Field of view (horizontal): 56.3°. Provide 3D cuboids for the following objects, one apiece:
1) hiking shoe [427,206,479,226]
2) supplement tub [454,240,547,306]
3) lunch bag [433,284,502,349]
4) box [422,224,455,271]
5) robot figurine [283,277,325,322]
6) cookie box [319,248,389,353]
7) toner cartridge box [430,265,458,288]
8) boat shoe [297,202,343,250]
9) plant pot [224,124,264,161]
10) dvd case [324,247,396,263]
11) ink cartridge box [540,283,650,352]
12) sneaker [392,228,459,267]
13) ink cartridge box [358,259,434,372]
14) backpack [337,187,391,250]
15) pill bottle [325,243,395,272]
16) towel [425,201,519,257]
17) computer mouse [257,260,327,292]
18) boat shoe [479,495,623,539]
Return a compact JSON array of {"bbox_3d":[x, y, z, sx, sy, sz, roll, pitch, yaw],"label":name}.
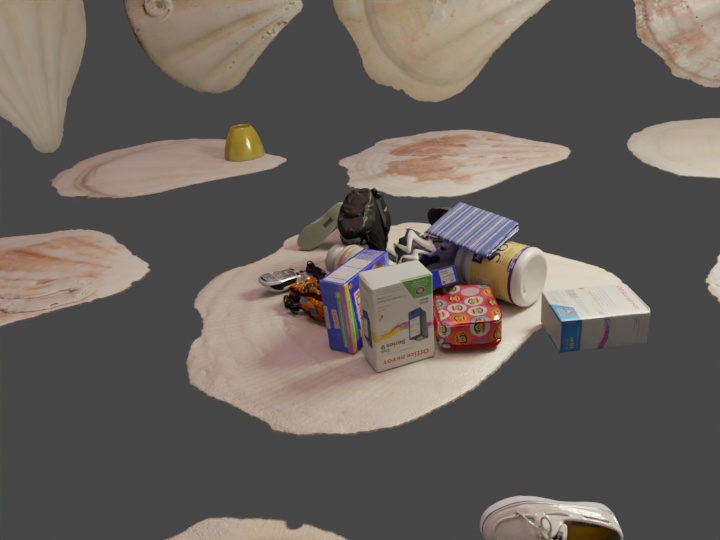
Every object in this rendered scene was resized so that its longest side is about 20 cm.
[{"bbox_3d":[0.280,-0.132,1.825,0.196,0.077,0.100,17,21,21],"label":"hiking shoe"},{"bbox_3d":[0.349,-0.004,1.682,0.144,0.149,0.198,-25,31,-38],"label":"supplement tub"},{"bbox_3d":[0.229,0.103,1.547,0.172,0.084,0.201,-4,24,3],"label":"lunch bag"},{"bbox_3d":[0.258,-0.065,1.884,0.149,0.109,0.200,7,26,24],"label":"box"},{"bbox_3d":[-0.109,0.070,1.717,0.143,0.059,0.198,-22,29,-35],"label":"robot figurine"},{"bbox_3d":[-0.003,0.067,1.567,0.074,0.175,0.199,7,27,32],"label":"cookie box"},{"bbox_3d":[0.191,0.021,1.669,0.093,0.044,0.200,-14,-3,7],"label":"toner cartridge box"},{"bbox_3d":[-0.110,-0.134,2.100,0.200,0.071,0.071,-39,-7,12],"label":"boat shoe"},{"bbox_3d":[-0.568,-0.624,3.251,0.195,0.145,0.201,-4,23,2],"label":"plant pot"},{"bbox_3d":[0.015,-0.019,1.936,0.196,0.025,0.150,-16,27,-22],"label":"dvd case"},{"bbox_3d":[0.514,0.103,1.488,0.195,0.086,0.145,-6,24,0],"label":"ink cartridge box"},{"bbox_3d":[0.172,-0.076,1.758,0.197,0.080,0.131,-31,56,4],"label":"sneaker"},{"bbox_3d":[0.078,0.098,1.446,0.142,0.204,0.088,-12,28,-18],"label":"ink cartridge box"},{"bbox_3d":[0.009,-0.118,1.887,0.124,0.201,0.170,10,67,24],"label":"backpack"},{"bbox_3d":[0.000,0.000,1.765,0.112,0.115,0.198,-24,36,-37],"label":"pill bottle"},{"bbox_3d":[0.282,-0.102,1.692,0.144,0.024,0.198,-38,43,-25],"label":"towel"},{"bbox_3d":[-0.192,0.024,1.862,0.197,0.045,0.109,-13,29,-31],"label":"computer mouse"},{"bbox_3d":[0.270,0.372,0.945,0.197,0.077,0.086,3,7,1],"label":"boat shoe"}]
